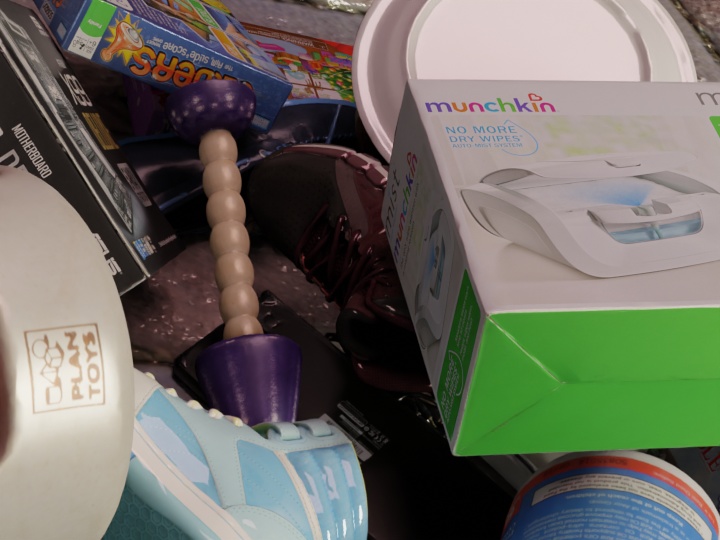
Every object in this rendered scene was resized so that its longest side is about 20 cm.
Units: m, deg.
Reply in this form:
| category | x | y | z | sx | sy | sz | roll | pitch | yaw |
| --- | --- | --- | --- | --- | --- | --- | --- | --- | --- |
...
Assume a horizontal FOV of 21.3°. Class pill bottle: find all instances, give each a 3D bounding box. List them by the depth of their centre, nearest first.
| category | x | y | z | sx | sy | sz | roll | pitch | yaw |
| --- | --- | --- | --- | --- | --- | --- | --- | --- | --- |
| pill bottle | 0.105 | 0.179 | 0.865 | 0.112 | 0.113 | 0.200 | 24 | 31 | 0 |

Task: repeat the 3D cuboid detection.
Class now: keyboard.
| category | x | y | z | sx | sy | sz | roll | pitch | yaw |
| --- | --- | --- | --- | --- | --- | --- | --- | --- | --- |
| keyboard | 0.000 | 0.091 | 1.010 | 0.104 | 0.040 | 0.200 | -35 | 62 | -30 |

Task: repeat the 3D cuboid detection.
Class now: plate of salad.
| category | x | y | z | sx | sy | sz | roll | pitch | yaw |
| --- | --- | --- | --- | --- | --- | --- | --- | --- | --- |
| plate of salad | 0.093 | -0.105 | 1.096 | 0.199 | 0.048 | 0.201 | 2 | 61 | -4 |

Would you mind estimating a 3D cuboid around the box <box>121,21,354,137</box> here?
| category | x | y | z | sx | sy | sz | roll | pitch | yaw |
| --- | --- | --- | --- | --- | --- | --- | --- | --- | --- |
| box | -0.054 | -0.110 | 1.247 | 0.199 | 0.039 | 0.137 | 9 | 35 | -22 |

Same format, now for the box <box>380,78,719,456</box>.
| category | x | y | z | sx | sy | sz | roll | pitch | yaw |
| --- | --- | --- | --- | --- | --- | --- | --- | --- | --- |
| box | 0.126 | -0.005 | 0.929 | 0.199 | 0.097 | 0.177 | 0 | 42 | -13 |

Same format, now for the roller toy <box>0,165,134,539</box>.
| category | x | y | z | sx | sy | sz | roll | pitch | yaw |
| --- | --- | --- | --- | --- | --- | --- | --- | --- | --- |
| roller toy | -0.183 | 0.050 | 0.795 | 0.139 | 0.183 | 0.200 | -5 | 42 | -40 |

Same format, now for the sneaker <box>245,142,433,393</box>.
| category | x | y | z | sx | sy | sz | roll | pitch | yaw |
| --- | --- | --- | --- | --- | --- | --- | --- | --- | --- |
| sneaker | 0.000 | 0.000 | 1.004 | 0.200 | 0.076 | 0.115 | 30 | 27 | 22 |

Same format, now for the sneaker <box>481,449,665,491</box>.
| category | x | y | z | sx | sy | sz | roll | pitch | yaw |
| --- | --- | --- | --- | --- | --- | --- | --- | --- | --- |
| sneaker | 0.134 | 0.110 | 1.022 | 0.200 | 0.071 | 0.073 | 39 | 35 | 22 |

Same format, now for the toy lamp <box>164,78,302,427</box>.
| category | x | y | z | sx | sy | sz | roll | pitch | yaw |
| --- | --- | --- | --- | --- | --- | --- | --- | --- | --- |
| toy lamp | -0.066 | -0.003 | 1.001 | 0.058 | 0.058 | 0.201 | 4 | 63 | -29 |

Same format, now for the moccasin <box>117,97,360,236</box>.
| category | x | y | z | sx | sy | sz | roll | pitch | yaw |
| --- | --- | --- | --- | --- | --- | --- | --- | --- | --- |
| moccasin | -0.068 | -0.045 | 1.127 | 0.199 | 0.081 | 0.068 | -18 | 54 | -29 |

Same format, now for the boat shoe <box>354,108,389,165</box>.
| category | x | y | z | sx | sy | sz | roll | pitch | yaw |
| --- | --- | --- | --- | --- | --- | --- | --- | --- | --- |
| boat shoe | 0.063 | -0.068 | 1.184 | 0.202 | 0.075 | 0.075 | 38 | 33 | -42 |

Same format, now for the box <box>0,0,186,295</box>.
| category | x | y | z | sx | sy | sz | roll | pitch | yaw |
| --- | --- | --- | --- | --- | --- | --- | --- | --- | --- |
| box | -0.156 | -0.058 | 0.951 | 0.158 | 0.050 | 0.200 | 58 | 2 | -3 |

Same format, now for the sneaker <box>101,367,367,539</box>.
| category | x | y | z | sx | sy | sz | roll | pitch | yaw |
| --- | --- | --- | --- | --- | --- | --- | --- | --- | --- |
| sneaker | -0.079 | 0.086 | 0.913 | 0.130 | 0.080 | 0.200 | -21 | 63 | -46 |

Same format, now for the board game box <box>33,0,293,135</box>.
| category | x | y | z | sx | sy | sz | roll | pitch | yaw |
| --- | --- | --- | --- | --- | --- | --- | --- | --- | --- |
| board game box | -0.132 | -0.155 | 1.128 | 0.135 | 0.035 | 0.200 | 22 | 17 | -29 |

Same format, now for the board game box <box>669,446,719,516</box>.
| category | x | y | z | sx | sy | sz | roll | pitch | yaw |
| --- | --- | --- | --- | --- | --- | --- | --- | --- | --- |
| board game box | 0.238 | 0.111 | 1.054 | 0.200 | 0.041 | 0.200 | 29 | 25 | -36 |
